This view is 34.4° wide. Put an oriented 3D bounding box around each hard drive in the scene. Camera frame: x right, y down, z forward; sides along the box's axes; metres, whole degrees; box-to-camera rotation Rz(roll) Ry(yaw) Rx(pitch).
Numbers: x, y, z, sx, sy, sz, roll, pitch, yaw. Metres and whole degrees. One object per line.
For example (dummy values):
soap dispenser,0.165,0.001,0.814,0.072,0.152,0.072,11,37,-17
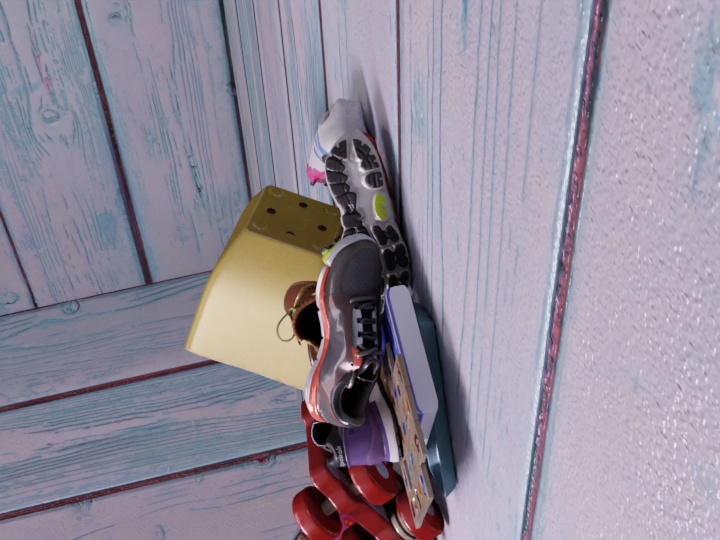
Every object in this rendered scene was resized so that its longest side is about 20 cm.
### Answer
hard drive,0.047,0.115,1.225,0.200,0.025,0.133,94,163,-67

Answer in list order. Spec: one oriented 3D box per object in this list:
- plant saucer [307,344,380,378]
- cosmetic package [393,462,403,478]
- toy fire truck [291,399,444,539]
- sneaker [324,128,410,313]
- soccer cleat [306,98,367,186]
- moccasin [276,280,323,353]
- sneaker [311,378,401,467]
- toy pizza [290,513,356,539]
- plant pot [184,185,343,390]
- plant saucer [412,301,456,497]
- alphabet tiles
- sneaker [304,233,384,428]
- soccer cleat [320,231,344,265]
plant saucer,-0.007,0.129,1.432,0.200,0.034,0.202,41,145,36
cosmetic package,0.039,0.350,1.480,0.073,0.102,0.202,119,137,-77
toy fire truck,0.008,0.250,1.369,0.200,0.112,0.169,42,-159,-27
sneaker,0.015,-0.054,1.244,0.085,0.076,0.202,-65,-31,-68
soccer cleat,-0.022,-0.147,1.358,0.200,0.069,0.088,153,121,-80
moccasin,-0.050,0.057,1.339,0.201,0.077,0.074,45,118,60
sneaker,-0.017,0.154,1.285,0.200,0.086,0.077,-123,21,-73
toy pizza,0.002,0.375,1.418,0.032,0.198,0.203,102,155,-78
plant pot,-0.107,0.005,1.578,0.195,0.193,0.202,-71,-2,-53
plant saucer,0.074,0.133,1.209,0.070,0.019,0.202,-120,21,-69
alphabet tiles,0.045,0.161,1.176,0.200,0.007,0.169,95,162,-68
sneaker,0.001,0.066,1.182,0.082,0.076,0.203,20,106,52
soccer cleat,0.001,0.000,1.361,0.084,0.064,0.200,53,176,11
